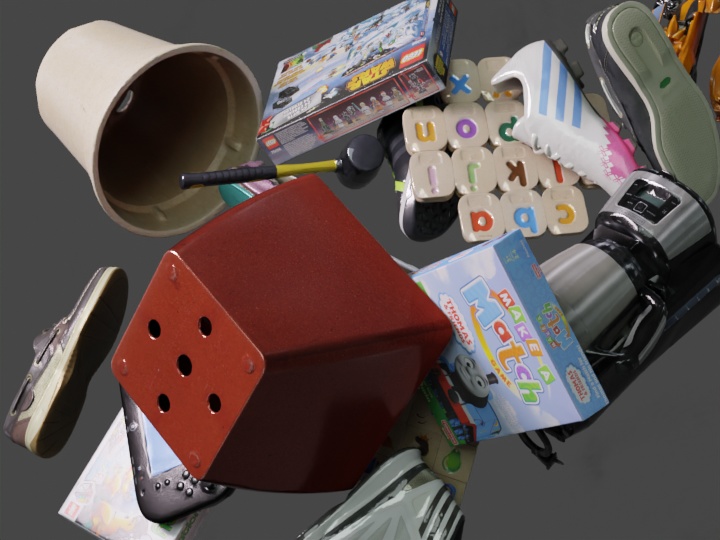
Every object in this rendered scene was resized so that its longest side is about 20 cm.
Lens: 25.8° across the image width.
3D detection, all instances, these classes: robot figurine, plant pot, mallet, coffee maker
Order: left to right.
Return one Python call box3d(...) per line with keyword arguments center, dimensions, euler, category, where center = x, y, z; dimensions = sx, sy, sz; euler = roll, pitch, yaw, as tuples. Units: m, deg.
box3d(center=(-0.230, -0.163, 1.595), dimensions=(0.201, 0.201, 0.183), euler=(-49, 48, -8), category="plant pot")
box3d(center=(-0.082, 0.063, 1.285), dimensions=(0.200, 0.175, 0.201), euler=(48, 124, 26), category="plant pot")
box3d(center=(-0.072, -0.098, 1.502), dimensions=(0.198, 0.066, 0.042), euler=(-6, 77, -22), category="mallet")
box3d(center=(0.205, 0.035, 1.350), dimensions=(0.200, 0.193, 0.135), euler=(-37, 71, -24), category="coffee maker")
box3d(center=(0.335, -0.235, 1.483), dimensions=(0.144, 0.058, 0.202), euler=(9, 69, 23), category="robot figurine")

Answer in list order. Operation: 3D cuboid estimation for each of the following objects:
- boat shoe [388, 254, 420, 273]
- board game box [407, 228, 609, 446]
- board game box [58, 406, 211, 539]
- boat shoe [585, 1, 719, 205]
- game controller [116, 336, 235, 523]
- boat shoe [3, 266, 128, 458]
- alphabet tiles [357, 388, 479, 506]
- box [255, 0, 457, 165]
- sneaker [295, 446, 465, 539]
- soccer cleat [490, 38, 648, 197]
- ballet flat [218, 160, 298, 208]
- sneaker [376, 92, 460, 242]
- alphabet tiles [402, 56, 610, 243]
box3d(center=(0.000, 0.001, 1.431), dimensions=(0.201, 0.065, 0.075), euler=(30, 41, -4), category="boat shoe")
box3d(center=(0.100, 0.060, 1.275), dimensions=(0.036, 0.200, 0.152), euler=(-29, 93, -30), category="board game box")
box3d(center=(-0.181, 0.173, 1.487), dimensions=(0.125, 0.035, 0.201), euler=(23, 74, 27), category="board game box")
box3d(center=(0.265, -0.148, 1.422), dimensions=(0.072, 0.201, 0.067), euler=(-34, 12, -21), category="boat shoe")
box3d(center=(-0.171, 0.132, 1.458), dimensions=(0.103, 0.042, 0.202), euler=(-19, 60, 9), category="game controller")
box3d(center=(-0.293, 0.082, 1.551), dimensions=(0.064, 0.073, 0.201), euler=(17, 72, 21), category="boat shoe")
box3d(center=(0.015, 0.109, 1.393), dimensions=(0.198, 0.008, 0.169), euler=(18, 97, 11), category="alphabet tiles")
box3d(center=(-0.002, -0.191, 1.543), dimensions=(0.199, 0.040, 0.138), euler=(-22, 33, 27), category="box")
box3d(center=(0.007, 0.258, 1.352), dimensions=(0.200, 0.076, 0.116), euler=(-44, 71, 9), category="sneaker")
box3d(center=(0.193, -0.120, 1.448), dimensions=(0.086, 0.070, 0.201), euler=(-31, 68, 1), category="soccer cleat")
box3d(center=(-0.058, -0.050, 1.541), dimensions=(0.071, 0.069, 0.200), euler=(-34, 55, -23), category="ballet flat")
box3d(center=(0.055, -0.115, 1.537), dimensions=(0.082, 0.071, 0.202), euler=(-15, 57, 41), category="sneaker")
box3d(center=(0.141, -0.116, 1.479), dimensions=(0.198, 0.015, 0.197), euler=(-5, 64, -7), category="alphabet tiles")
